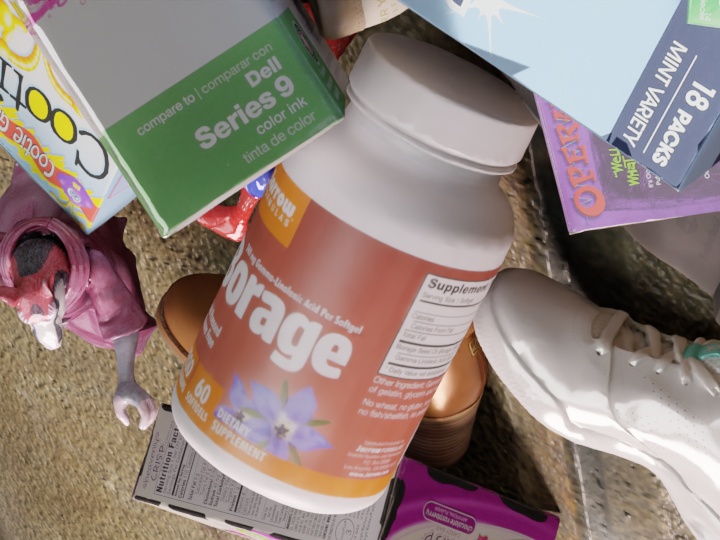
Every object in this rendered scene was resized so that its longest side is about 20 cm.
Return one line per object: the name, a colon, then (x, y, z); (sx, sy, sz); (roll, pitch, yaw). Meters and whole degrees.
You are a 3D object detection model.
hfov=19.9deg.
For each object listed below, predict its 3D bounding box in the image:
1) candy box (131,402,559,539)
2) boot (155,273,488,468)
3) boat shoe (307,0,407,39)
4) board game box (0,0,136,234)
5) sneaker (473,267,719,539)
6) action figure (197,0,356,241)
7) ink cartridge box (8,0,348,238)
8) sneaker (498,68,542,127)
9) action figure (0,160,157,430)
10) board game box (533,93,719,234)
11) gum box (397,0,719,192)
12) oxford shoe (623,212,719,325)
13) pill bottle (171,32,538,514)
candy box: (-0.011, 0.131, 1.130); (0.200, 0.061, 0.136); (8, 167, 47)
boot: (-0.023, 0.013, 1.065); (0.200, 0.077, 0.156); (29, 144, 24)
boat shoe: (-0.032, -0.190, 0.836); (0.072, 0.065, 0.201); (112, 132, -82)
board game box: (-0.113, -0.125, 1.004); (0.103, 0.105, 0.200); (45, 147, 6)
sneaker: (0.146, 0.053, 0.932); (0.200, 0.075, 0.089); (39, 134, 5)
action figure: (-0.039, -0.089, 0.989); (0.052, 0.065, 0.200); (36, 144, 0)
ink cartridge box: (-0.091, -0.127, 0.796); (0.200, 0.087, 0.145); (56, -174, -8)
sneaker: (0.137, -0.052, 0.740); (0.199, 0.073, 0.082); (16, 177, 27)
action figure: (-0.154, -0.003, 1.102); (0.133, 0.149, 0.200); (16, 179, -1)
board game box: (0.101, -0.117, 0.677); (0.120, 0.032, 0.201); (-8, 104, 30)
gum box: (0.064, -0.150, 0.644); (0.200, 0.045, 0.170); (36, 123, 14)
oxford shoe: (0.148, -0.040, 0.830); (0.200, 0.071, 0.071); (54, 150, 23)
pill bottle: (0.000, 0.000, 0.930); (0.112, 0.112, 0.200); (33, 110, 22)
